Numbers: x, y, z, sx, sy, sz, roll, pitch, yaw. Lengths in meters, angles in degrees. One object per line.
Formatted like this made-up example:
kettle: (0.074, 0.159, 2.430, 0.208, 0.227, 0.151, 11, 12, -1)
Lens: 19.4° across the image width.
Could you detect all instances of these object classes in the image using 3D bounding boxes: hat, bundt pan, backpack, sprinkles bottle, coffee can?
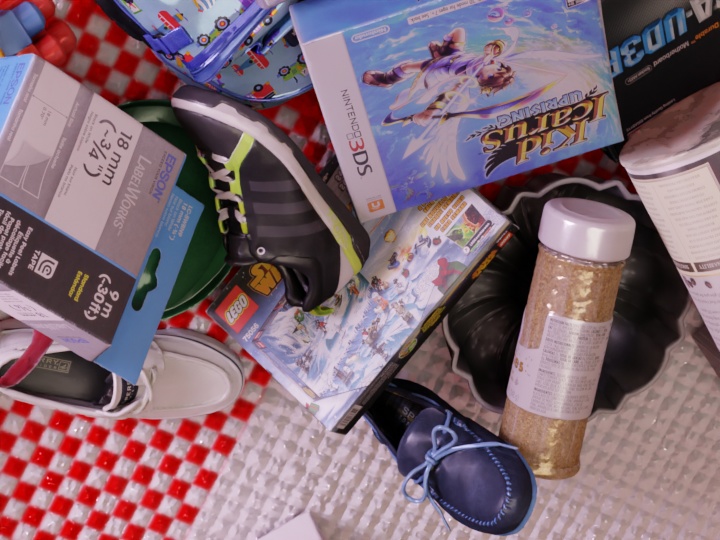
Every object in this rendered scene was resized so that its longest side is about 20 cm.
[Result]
hat: (-0.145, -0.002, 1.457, 0.165, 0.176, 0.200, 29, 100, -24)
bundt pan: (0.148, 0.014, 1.602, 0.201, 0.076, 0.203, -5, 111, -13)
backpack: (-0.075, -0.199, 1.434, 0.182, 0.135, 0.200, -40, 115, 0)
sprinkles bottle: (0.148, 0.051, 1.536, 0.068, 0.068, 0.201, 5, 108, -17)
coffee can: (0.295, -0.028, 1.522, 0.146, 0.146, 0.201, -30, 104, -3)

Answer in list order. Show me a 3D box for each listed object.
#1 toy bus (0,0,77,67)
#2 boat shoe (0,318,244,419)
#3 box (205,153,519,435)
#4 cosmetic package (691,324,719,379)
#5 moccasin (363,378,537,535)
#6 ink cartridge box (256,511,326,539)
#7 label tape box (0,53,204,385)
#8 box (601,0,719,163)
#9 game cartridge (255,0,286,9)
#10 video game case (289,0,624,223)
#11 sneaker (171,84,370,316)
toy bus: (-0.263, -0.096, 1.422, 0.192, 0.136, 0.201, -34, 107, -16)
boat shoe: (-0.178, 0.077, 1.540, 0.199, 0.066, 0.072, 13, 106, -19)
box: (0.000, 0.000, 1.532, 0.137, 0.040, 0.200, 43, 96, 20)
cosmetic package: (0.379, 0.037, 1.671, 0.200, 0.090, 0.107, -39, 113, -2)
moccasin: (0.052, 0.138, 1.549, 0.068, 0.200, 0.081, 23, 94, -35)
ink cartridge box: (-0.016, 0.310, 1.624, 0.083, 0.147, 0.201, -29, 114, -2)
label tape box: (-0.179, -0.029, 1.375, 0.200, 0.063, 0.145, 33, 68, -36)
box: (0.233, -0.199, 1.563, 0.199, 0.046, 0.159, -32, 117, -2)
game cartridge: (0.004, -0.264, 1.343, 0.199, 0.038, 0.130, -25, 117, -8)
video game case: (0.070, -0.132, 1.424, 0.199, 0.046, 0.182, -18, 139, 1)
sneaker: (-0.068, -0.042, 1.445, 0.200, 0.072, 0.083, 46, 74, -30)
